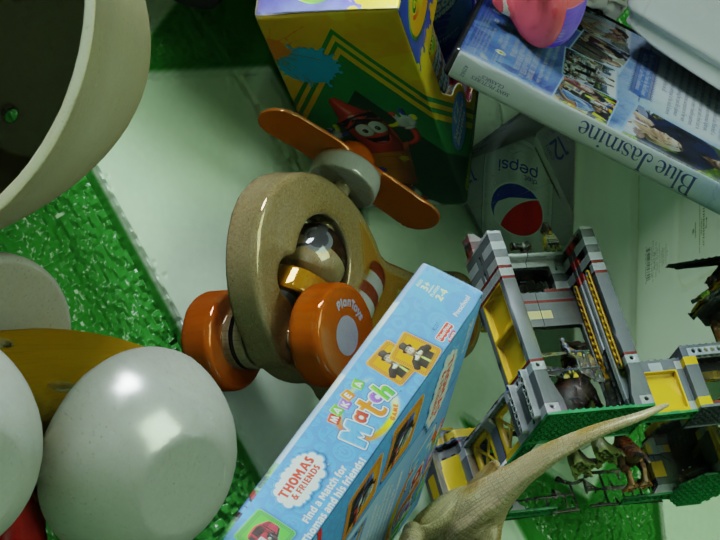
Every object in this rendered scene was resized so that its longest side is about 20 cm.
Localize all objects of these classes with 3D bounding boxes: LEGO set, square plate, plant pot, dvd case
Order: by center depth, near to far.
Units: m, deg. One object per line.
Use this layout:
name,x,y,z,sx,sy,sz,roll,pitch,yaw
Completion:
plant pot,-0.157,-0.095,0.857,0.200,0.186,0.189,-1,71,-76
dvd case,0.142,-0.080,1.060,0.199,0.018,0.143,27,27,0
LEGO set,0.114,0.043,1.067,0.199,0.154,0.117,-8,61,-17
square plate,0.174,-0.023,1.187,0.198,0.028,0.202,-24,118,-52

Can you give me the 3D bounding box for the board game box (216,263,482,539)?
board game box,-0.017,0.112,0.938,0.036,0.152,0.200,27,46,13

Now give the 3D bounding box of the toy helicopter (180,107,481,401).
toy helicopter,0.000,0.000,1.050,0.200,0.078,0.133,18,71,-55

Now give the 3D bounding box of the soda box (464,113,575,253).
soda box,0.136,-0.077,1.215,0.200,0.068,0.064,-37,103,-46

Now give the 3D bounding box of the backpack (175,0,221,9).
backpack,-0.099,-0.254,1.028,0.162,0.154,0.201,27,42,-23

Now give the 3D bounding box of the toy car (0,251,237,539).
toy car,-0.159,0.079,0.824,0.199,0.175,0.151,6,105,-43

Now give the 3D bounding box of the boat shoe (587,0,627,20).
boat shoe,0.118,-0.160,1.214,0.200,0.070,0.070,-1,103,-73

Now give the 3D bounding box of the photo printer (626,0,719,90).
photo printer,0.238,-0.120,1.126,0.166,0.070,0.200,33,21,16

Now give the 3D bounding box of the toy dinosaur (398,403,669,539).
toy dinosaur,0.043,0.114,0.960,0.058,0.200,0.101,41,41,-4

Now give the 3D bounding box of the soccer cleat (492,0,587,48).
soccer cleat,0.095,-0.203,1.049,0.076,0.067,0.201,1,72,-27

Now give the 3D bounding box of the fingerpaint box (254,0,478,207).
fingerpaint box,0.015,-0.159,1.074,0.167,0.073,0.201,66,27,-56
